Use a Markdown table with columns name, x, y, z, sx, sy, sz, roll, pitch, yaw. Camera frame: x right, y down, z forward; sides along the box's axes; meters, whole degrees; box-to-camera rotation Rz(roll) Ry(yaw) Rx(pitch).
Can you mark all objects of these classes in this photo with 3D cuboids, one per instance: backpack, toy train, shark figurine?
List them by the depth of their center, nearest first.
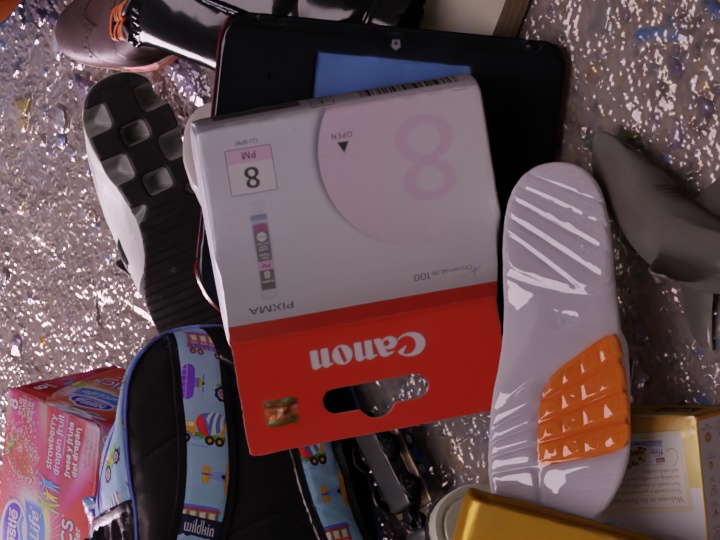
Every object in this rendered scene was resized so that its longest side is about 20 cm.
| name | x | y | z | sx | sy | sz | roll | pitch | yaw |
| --- | --- | --- | --- | --- | --- | --- | --- | --- | --- |
| shark figurine | 0.200 | -0.015 | 1.471 | 0.214 | 0.089 | 0.128 | -3 | 96 | 45 |
| toy train | 0.051 | 0.174 | 1.666 | 0.034 | 0.046 | 0.200 | -35 | 76 | 34 |
| backpack | -0.084 | 0.140 | 1.700 | 0.135 | 0.182 | 0.200 | -37 | 56 | 57 |

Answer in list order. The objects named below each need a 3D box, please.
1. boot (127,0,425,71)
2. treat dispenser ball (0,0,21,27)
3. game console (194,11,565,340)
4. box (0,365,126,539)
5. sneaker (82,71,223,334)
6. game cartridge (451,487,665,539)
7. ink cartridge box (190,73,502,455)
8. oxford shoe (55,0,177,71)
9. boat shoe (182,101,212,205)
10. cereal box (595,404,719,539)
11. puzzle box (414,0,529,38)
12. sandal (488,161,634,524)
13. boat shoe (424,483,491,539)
| name | x | y | z | sx | sy | sz | roll | pitch | yaw |
| --- | --- | --- | --- | --- | --- | --- | --- | --- | --- |
| boot | -0.064 | -0.119 | 1.641 | 0.162 | 0.073 | 0.198 | 27 | 109 | 15 |
| treat dispenser ball | -0.307 | -0.233 | 1.823 | 0.201 | 0.201 | 0.201 | 8 | 102 | 42 |
| game console | 0.010 | -0.052 | 1.586 | 0.031 | 0.200 | 0.177 | -112 | 28 | -71 |
| box | -0.176 | 0.174 | 1.837 | 0.095 | 0.100 | 0.200 | 19 | 110 | 39 |
| sneaker | -0.124 | -0.027 | 1.784 | 0.089 | 0.074 | 0.200 | 144 | 106 | -76 |
| game cartridge | 0.116 | 0.235 | 1.506 | 0.176 | 0.032 | 0.200 | 15 | 99 | 0 |
| ink cartridge box | 0.000 | 0.000 | 1.562 | 0.057 | 0.162 | 0.200 | -129 | 30 | -80 |
| oxford shoe | -0.136 | -0.166 | 1.763 | 0.200 | 0.073 | 0.071 | -9 | 90 | 43 |
| boat shoe | -0.052 | -0.020 | 1.717 | 0.200 | 0.072 | 0.069 | 53 | 157 | 31 |
| cereal box | 0.152 | 0.177 | 1.575 | 0.144 | 0.040 | 0.200 | -1 | 96 | 43 |
| puzzle box | 0.026 | -0.136 | 1.651 | 0.133 | 0.025 | 0.200 | 39 | 121 | 31 |
| sandal | 0.117 | 0.045 | 1.541 | 0.079 | 0.059 | 0.207 | 1 | 82 | 16 |
| boat shoe | 0.089 | 0.217 | 1.570 | 0.199 | 0.074 | 0.066 | 58 | 159 | 0 |
